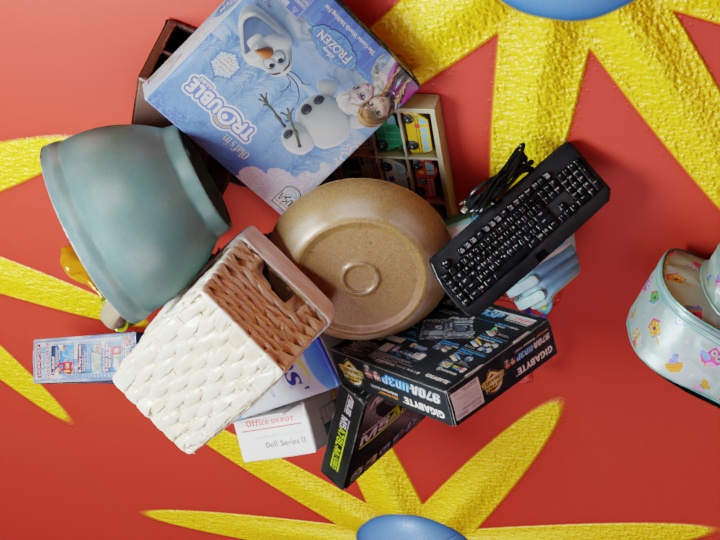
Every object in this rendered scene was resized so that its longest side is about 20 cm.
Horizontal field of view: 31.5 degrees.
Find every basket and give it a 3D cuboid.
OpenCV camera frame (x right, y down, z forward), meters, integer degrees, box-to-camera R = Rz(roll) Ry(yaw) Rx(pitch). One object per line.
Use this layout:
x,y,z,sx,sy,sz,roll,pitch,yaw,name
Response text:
-0.146,0.076,1.317,0.136,0.123,0.200,45,125,-5,basket

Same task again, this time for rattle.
-0.285,-0.021,1.557,0.144,0.129,0.200,61,158,13,rattle

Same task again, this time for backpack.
0.388,0.058,1.342,0.198,0.176,0.154,18,122,2,backpack

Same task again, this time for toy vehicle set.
0.037,-0.108,1.400,0.123,0.027,0.201,3,136,17,toy vehicle set

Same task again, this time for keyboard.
0.154,-0.054,1.293,0.104,0.200,0.040,47,172,9,keyboard

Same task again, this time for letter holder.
-0.171,-0.145,1.382,0.141,0.101,0.201,18,139,-3,letter holder

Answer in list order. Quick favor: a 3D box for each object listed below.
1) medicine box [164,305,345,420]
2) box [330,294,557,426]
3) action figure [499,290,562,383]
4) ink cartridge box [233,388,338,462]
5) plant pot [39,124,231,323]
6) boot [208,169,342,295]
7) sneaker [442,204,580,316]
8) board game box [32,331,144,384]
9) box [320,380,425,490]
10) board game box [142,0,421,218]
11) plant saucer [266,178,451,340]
-0.108,0.063,1.526,0.199,0.103,0.183,-22,97,37,medicine box
0.087,0.088,1.387,0.199,0.158,0.046,15,128,50,box
0.179,0.048,1.484,0.098,0.066,0.201,9,139,-3,action figure
-0.082,0.192,1.634,0.116,0.200,0.068,-13,94,31,ink cartridge box
-0.212,-0.065,1.284,0.133,0.201,0.201,-26,128,3,plant pot
-0.092,-0.033,1.388,0.173,0.069,0.202,-18,95,-5,boot
0.144,-0.002,1.375,0.198,0.080,0.132,-16,99,15,sneaker
-0.323,0.119,1.694,0.198,0.062,0.200,-3,173,24,board game box
0.041,0.149,1.550,0.047,0.200,0.194,39,143,19,box
-0.076,-0.183,1.266,0.199,0.043,0.200,-42,122,13,board game box
0.000,0.000,1.334,0.198,0.036,0.202,0,122,0,plant saucer
